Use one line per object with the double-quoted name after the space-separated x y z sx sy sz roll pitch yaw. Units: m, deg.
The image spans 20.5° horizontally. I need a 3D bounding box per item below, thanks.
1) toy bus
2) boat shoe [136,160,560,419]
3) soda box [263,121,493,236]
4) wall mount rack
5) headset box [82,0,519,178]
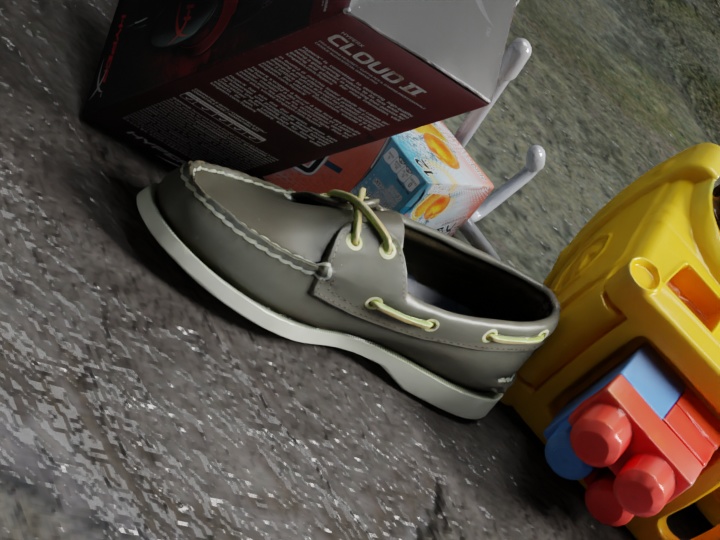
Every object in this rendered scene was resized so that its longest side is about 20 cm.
0.159 0.071 0.892 0.200 0.136 0.192 46 36 -2 "toy bus"
-0.001 -0.002 0.815 0.201 0.060 0.072 27 28 -36 "boat shoe"
-0.030 -0.090 0.913 0.200 0.064 0.068 53 24 20 "soda box"
0.027 -0.103 0.965 0.200 0.074 0.174 52 0 17 "wall mount rack"
-0.009 -0.127 0.776 0.075 0.200 0.149 28 66 -32 "headset box"
